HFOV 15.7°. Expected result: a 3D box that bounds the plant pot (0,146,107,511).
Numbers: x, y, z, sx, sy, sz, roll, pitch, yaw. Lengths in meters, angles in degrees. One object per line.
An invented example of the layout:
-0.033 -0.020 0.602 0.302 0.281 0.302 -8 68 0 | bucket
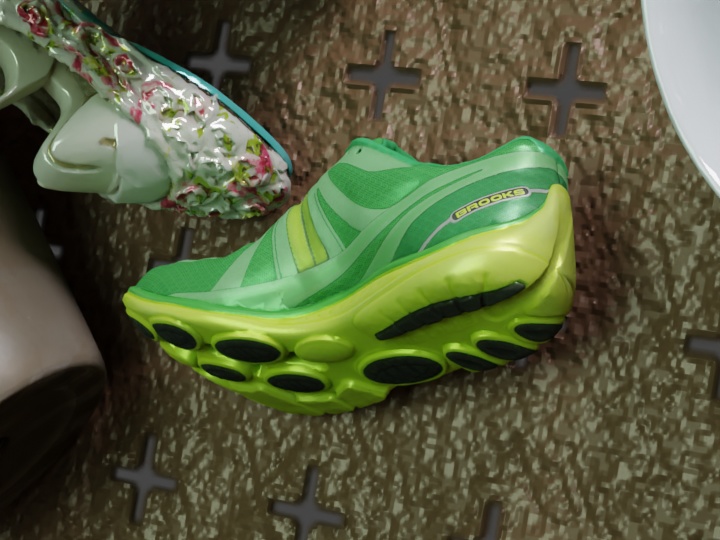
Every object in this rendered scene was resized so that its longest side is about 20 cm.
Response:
-0.197 0.014 1.025 0.174 0.200 0.200 47 111 14 | plant pot

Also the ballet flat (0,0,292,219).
-0.120 -0.069 0.983 0.064 0.200 0.076 -55 3 -31 | ballet flat

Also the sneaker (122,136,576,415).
0.000 0.000 0.946 0.200 0.074 0.084 -11 50 38 | sneaker

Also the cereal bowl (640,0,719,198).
0.188 -0.090 0.789 0.200 0.083 0.201 3 95 36 | cereal bowl
